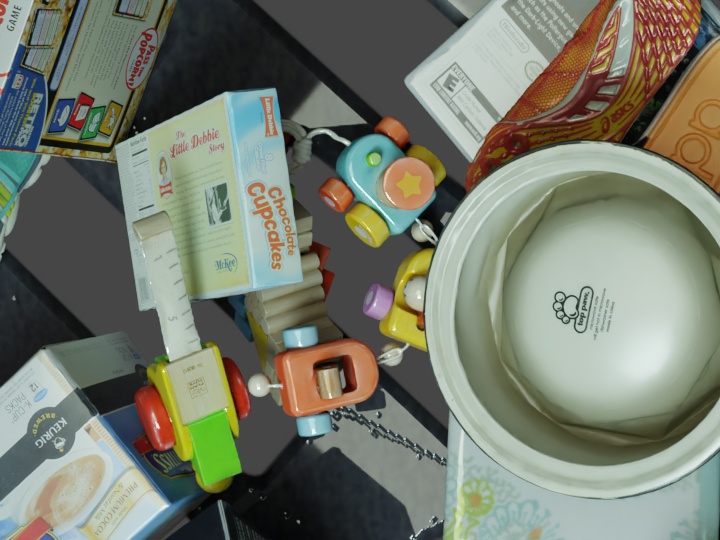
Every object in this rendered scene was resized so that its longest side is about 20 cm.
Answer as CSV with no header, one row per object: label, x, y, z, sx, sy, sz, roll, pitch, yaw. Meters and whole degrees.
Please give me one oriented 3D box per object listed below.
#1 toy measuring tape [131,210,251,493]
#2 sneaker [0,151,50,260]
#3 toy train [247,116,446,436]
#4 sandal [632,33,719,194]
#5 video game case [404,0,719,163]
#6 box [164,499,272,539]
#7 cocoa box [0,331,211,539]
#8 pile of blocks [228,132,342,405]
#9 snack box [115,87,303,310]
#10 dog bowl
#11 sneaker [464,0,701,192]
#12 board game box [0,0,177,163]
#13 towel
toy measuring tape,-0.114,0.049,1.010,0.073,0.074,0.201,-6,116,15
sneaker,-0.267,-0.067,1.121,0.077,0.080,0.201,18,95,14
toy train,0.000,0.000,1.027,0.150,0.056,0.201,-6,91,-21
sandal,0.188,-0.057,0.978,0.079,0.059,0.207,26,91,13
video game case,0.157,-0.106,1.038,0.182,0.023,0.200,-41,80,13
box,-0.097,0.274,1.023,0.200,0.182,0.104,-38,37,13
cocoa box,-0.210,0.157,1.082,0.200,0.133,0.131,-42,82,12
pile of blocks,-0.057,-0.016,1.086,0.062,0.082,0.201,-16,98,-28
snack box,-0.100,-0.040,1.031,0.037,0.200,0.117,-8,89,-27
dog bowl,0.141,0.025,0.932,0.199,0.074,0.201,3,96,25
sneaker,0.140,-0.106,1.002,0.073,0.077,0.200,39,116,-10
board game box,-0.185,-0.149,1.035,0.046,0.200,0.152,23,96,14
towel,0.137,0.122,1.008,0.170,0.048,0.201,3,80,2
